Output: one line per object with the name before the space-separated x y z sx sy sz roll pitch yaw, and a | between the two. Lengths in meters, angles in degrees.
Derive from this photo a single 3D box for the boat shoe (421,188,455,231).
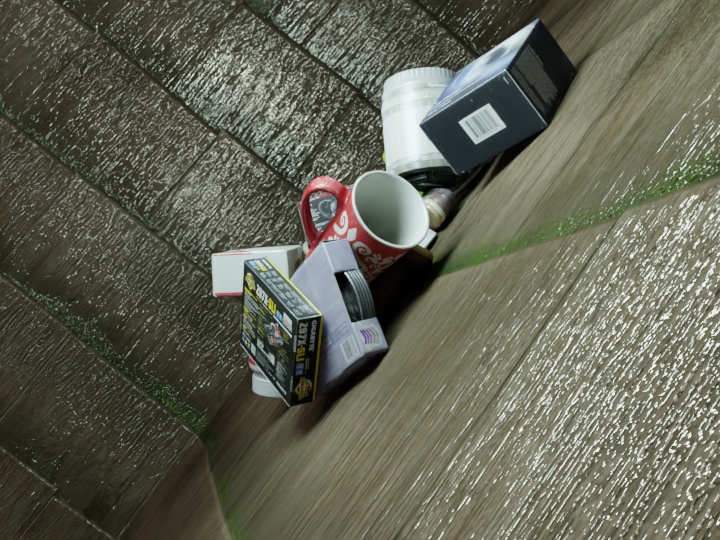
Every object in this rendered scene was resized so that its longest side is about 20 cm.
boat shoe | 0.137 -0.117 1.704 0.065 0.072 0.200 -40 2 -5

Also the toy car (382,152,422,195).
toy car | 0.171 -0.257 2.022 0.164 0.158 0.200 -36 -2 22

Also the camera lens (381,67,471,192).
camera lens | 0.122 -0.255 1.690 0.160 0.159 0.201 144 124 -71

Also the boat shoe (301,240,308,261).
boat shoe | -0.066 -0.024 1.821 0.073 0.075 0.200 -38 31 5

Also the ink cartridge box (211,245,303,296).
ink cartridge box | -0.195 -0.001 1.768 0.200 0.144 0.084 -38 -56 -84

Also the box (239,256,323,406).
box | -0.129 0.093 1.435 0.200 0.049 0.160 41 131 48

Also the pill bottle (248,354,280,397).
pill bottle | -0.165 0.144 1.816 0.114 0.113 0.201 -83 -3 -81

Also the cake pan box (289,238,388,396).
cake pan box | -0.046 0.072 1.382 0.052 0.185 0.200 -12 -20 -32

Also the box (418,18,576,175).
box | 0.233 -0.294 1.544 0.200 0.123 0.199 -27 20 42

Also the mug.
mug | -0.010 -0.064 1.433 0.133 0.178 0.200 -32 -9 -39

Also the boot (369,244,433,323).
boot | 0.046 0.044 1.497 0.167 0.072 0.200 -66 10 -16

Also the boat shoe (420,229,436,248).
boat shoe | 0.092 -0.064 1.704 0.072 0.068 0.200 -51 5 5

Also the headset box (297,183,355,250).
headset box | -0.038 -0.092 1.788 0.148 0.078 0.200 -18 31 -1

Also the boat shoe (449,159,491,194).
boat shoe | 0.211 -0.218 1.758 0.200 0.062 0.073 -46 7 45
